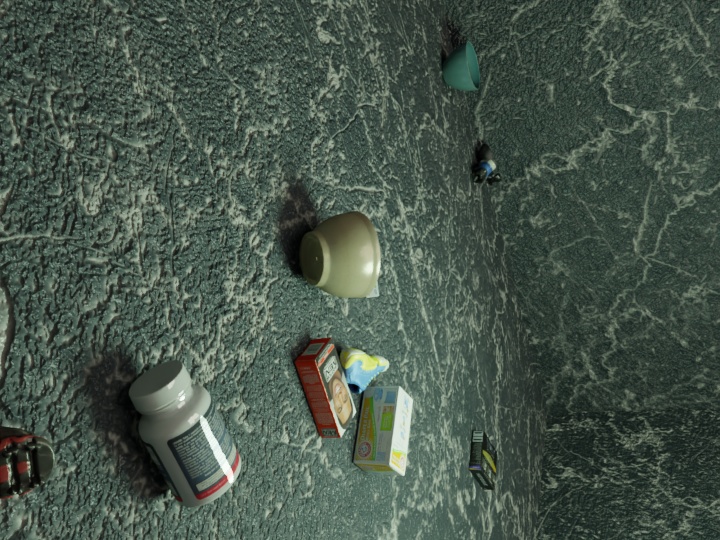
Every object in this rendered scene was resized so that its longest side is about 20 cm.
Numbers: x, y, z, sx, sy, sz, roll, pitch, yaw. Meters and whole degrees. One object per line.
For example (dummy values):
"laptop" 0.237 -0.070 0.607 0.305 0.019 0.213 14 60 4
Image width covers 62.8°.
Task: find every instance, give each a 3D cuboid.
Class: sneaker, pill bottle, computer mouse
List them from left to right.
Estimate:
"sneaker" -0.449 0.220 0.648 0.196 0.096 0.074 -5 99 -40
"pill bottle" -0.276 0.251 0.924 0.120 0.116 0.205 -53 129 -54
"sneaker" 0.004 0.267 1.536 0.198 0.074 0.109 25 72 -51
"sneaker" 0.580 -0.475 2.862 0.077 0.111 0.200 50 -1 -6
"computer mouse" 0.631 -0.529 2.948 0.138 0.051 0.206 168 -96 -76

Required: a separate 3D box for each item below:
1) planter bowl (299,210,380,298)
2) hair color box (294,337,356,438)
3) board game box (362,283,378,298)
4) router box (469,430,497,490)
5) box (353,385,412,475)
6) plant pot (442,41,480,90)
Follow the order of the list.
"planter bowl" -0.061 -0.031 1.371 0.131 0.198 0.208 -7 88 -33
"hair color box" -0.079 0.272 1.368 0.102 0.059 0.206 -48 126 -57
"board game box" 0.000 0.000 1.493 0.200 0.033 0.140 163 -80 -77
"router box" 0.496 0.764 2.372 0.202 0.051 0.161 56 37 -41
"box" 0.062 0.420 1.548 0.102 0.109 0.206 49 42 -48
"plant pot" 0.438 -0.888 2.612 0.199 0.131 0.208 25 61 -59
